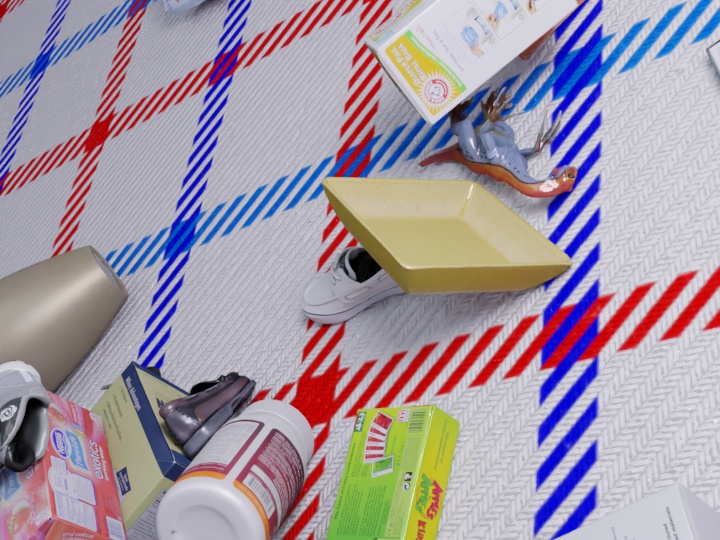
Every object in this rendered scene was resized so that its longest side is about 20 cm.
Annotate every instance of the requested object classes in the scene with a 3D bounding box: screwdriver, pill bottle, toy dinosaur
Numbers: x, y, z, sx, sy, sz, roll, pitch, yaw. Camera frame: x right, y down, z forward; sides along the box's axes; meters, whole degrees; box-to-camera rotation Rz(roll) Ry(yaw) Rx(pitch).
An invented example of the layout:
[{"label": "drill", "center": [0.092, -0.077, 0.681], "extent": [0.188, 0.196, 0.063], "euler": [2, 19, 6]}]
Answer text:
[{"label": "screwdriver", "center": [-0.292, 0.136, 1.384], "extent": [0.029, 0.200, 0.028], "euler": [29, 93, 11]}, {"label": "pill bottle", "center": [-0.117, 0.214, 1.116], "extent": [0.109, 0.110, 0.200], "euler": [-34, 7, 23]}, {"label": "toy dinosaur", "center": [0.161, -0.122, 1.205], "extent": [0.201, 0.104, 0.183], "euler": [115, 147, -45]}]

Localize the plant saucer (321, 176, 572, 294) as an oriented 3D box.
[{"label": "plant saucer", "center": [0.080, -0.031, 1.124], "extent": [0.200, 0.198, 0.049], "euler": [47, 131, 51]}]

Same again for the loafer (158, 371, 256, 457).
[{"label": "loafer", "center": [-0.169, 0.144, 1.242], "extent": [0.072, 0.063, 0.200], "euler": [-48, 0, 13]}]

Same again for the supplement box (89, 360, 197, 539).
[{"label": "supplement box", "center": [-0.250, 0.255, 1.265], "extent": [0.200, 0.134, 0.200], "euler": [-49, 38, 7]}]

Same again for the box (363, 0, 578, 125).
[{"label": "box", "center": [0.113, -0.265, 1.195], "extent": [0.200, 0.102, 0.113], "euler": [-39, 18, 4]}]

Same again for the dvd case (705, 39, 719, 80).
[{"label": "dvd case", "center": [0.425, -0.210, 1.008], "extent": [0.199, 0.022, 0.147], "euler": [-32, 42, 24]}]

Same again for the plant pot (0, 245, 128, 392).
[{"label": "plant pot", "center": [-0.443, 0.061, 1.606], "extent": [0.199, 0.188, 0.187], "euler": [-37, 38, -2]}]

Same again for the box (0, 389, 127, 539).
[{"label": "box", "center": [-0.326, 0.231, 1.170], "extent": [0.095, 0.102, 0.200], "euler": [-44, 40, 13]}]

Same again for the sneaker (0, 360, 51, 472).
[{"label": "sneaker", "center": [-0.381, 0.192, 1.118], "extent": [0.115, 0.075, 0.201], "euler": [26, 82, 50]}]

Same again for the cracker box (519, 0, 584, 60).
[{"label": "cracker box", "center": [0.188, -0.356, 1.341], "extent": [0.134, 0.058, 0.200], "euler": [-45, 38, 11]}]

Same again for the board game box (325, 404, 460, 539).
[{"label": "board game box", "center": [0.025, 0.232, 1.064], "extent": [0.101, 0.048, 0.201], "euler": [-11, 54, 42]}]

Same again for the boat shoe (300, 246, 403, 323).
[{"label": "boat shoe", "center": [0.000, 0.000, 1.255], "extent": [0.199, 0.065, 0.074], "euler": [-25, 46, 32]}]

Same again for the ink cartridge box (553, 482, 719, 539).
[{"label": "ink cartridge box", "center": [0.185, 0.251, 0.802], "extent": [0.199, 0.146, 0.084], "euler": [-33, 43, 26]}]

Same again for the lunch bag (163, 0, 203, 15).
[{"label": "lunch bag", "center": [-0.265, -0.553, 1.919], "extent": [0.169, 0.127, 0.202], "euler": [-13, 59, 43]}]
